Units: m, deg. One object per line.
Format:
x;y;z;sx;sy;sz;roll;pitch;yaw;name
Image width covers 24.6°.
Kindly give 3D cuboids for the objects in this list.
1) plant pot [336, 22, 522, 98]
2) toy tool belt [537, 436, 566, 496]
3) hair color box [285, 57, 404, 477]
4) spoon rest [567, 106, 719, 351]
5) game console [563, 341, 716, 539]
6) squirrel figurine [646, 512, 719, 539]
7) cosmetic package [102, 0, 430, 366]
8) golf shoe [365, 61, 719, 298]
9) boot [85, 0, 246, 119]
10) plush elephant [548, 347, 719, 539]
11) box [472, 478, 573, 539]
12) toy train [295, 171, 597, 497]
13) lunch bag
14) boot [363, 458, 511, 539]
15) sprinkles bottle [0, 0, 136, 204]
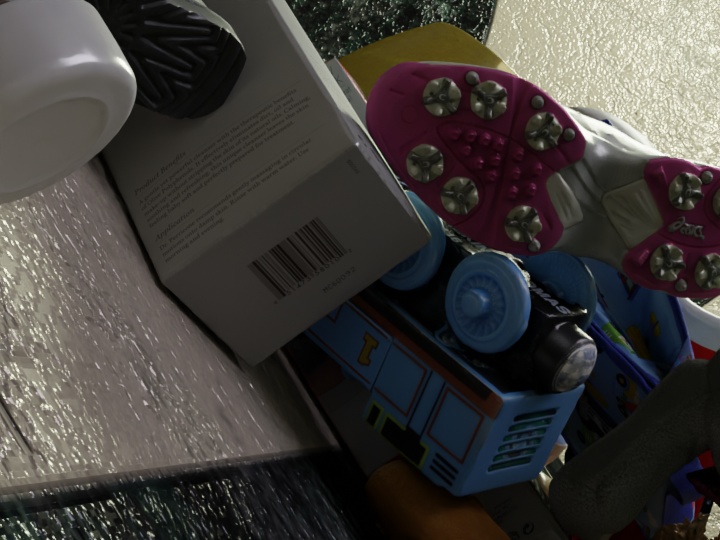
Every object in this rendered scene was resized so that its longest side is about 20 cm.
0.039;-0.070;1.047;0.200;0.142;0.200;42;-6;5;plant pot
0.084;0.085;1.160;0.123;0.125;0.201;38;33;-29;toy tool belt
0.000;0.000;0.902;0.201;0.111;0.064;57;4;13;hair color box
0.176;-0.021;0.978;0.200;0.060;0.100;47;-22;29;spoon rest
0.178;0.153;1.023;0.118;0.201;0.172;32;-18;-33;game console
0.170;0.227;0.805;0.201;0.141;0.187;64;6;10;squirrel figurine
-0.063;-0.071;0.771;0.085;0.107;0.201;48;10;-48;cosmetic package
0.086;-0.044;0.767;0.199;0.076;0.092;22;7;-19;golf shoe
-0.150;-0.161;0.716;0.165;0.066;0.200;32;19;-50;boot
0.211;0.097;0.742;0.164;0.200;0.155;3;-42;50;plush elephant
0.057;0.114;0.963;0.082;0.068;0.201;50;8;-46;box
0.026;0.015;0.801;0.200;0.115;0.086;39;24;32;toy train
0.140;0.047;0.901;0.151;0.093;0.201;80;-13;-50;lunch bag
0.049;0.148;0.742;0.144;0.071;0.201;51;0;14;boot
-0.143;-0.117;0.496;0.201;0.068;0.068;57;5;15;sprinkles bottle
